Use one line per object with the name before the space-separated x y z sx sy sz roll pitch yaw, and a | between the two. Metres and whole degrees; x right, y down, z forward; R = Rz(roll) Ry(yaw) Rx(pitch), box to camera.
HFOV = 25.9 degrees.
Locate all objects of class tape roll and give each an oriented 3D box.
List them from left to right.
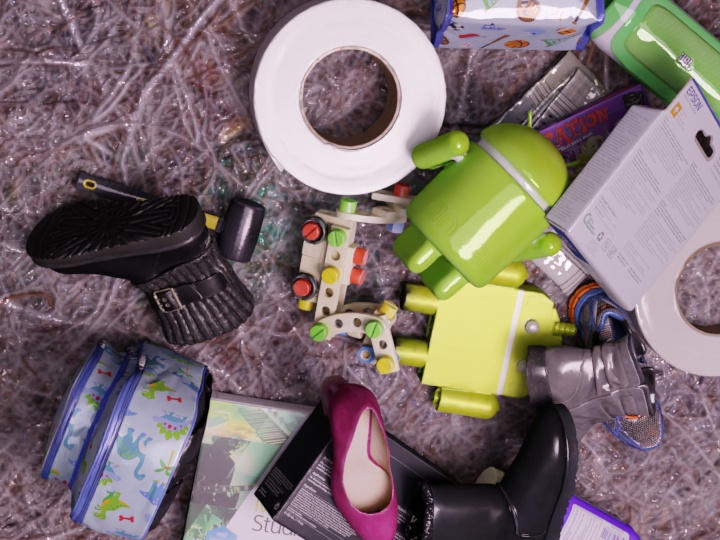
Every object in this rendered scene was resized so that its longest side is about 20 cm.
tape roll | -0.015 -0.181 1.612 0.201 0.071 0.203 -2 103 -8
tape roll | 0.394 0.016 1.732 0.202 0.037 0.204 -2 103 -7

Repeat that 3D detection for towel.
towel | 0.222 -0.104 1.682 0.200 0.035 0.193 43 94 -14

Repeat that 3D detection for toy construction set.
toy construction set | 0.000 0.000 1.643 0.131 0.092 0.201 15 92 14

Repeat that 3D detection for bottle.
bottle | 0.216 0.284 1.743 0.200 0.065 0.084 30 92 -17

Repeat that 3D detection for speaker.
speaker | 0.331 -0.225 1.646 0.200 0.088 0.089 36 95 -14

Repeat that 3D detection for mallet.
mallet | -0.195 -0.074 1.629 0.199 0.041 0.066 24 99 -9

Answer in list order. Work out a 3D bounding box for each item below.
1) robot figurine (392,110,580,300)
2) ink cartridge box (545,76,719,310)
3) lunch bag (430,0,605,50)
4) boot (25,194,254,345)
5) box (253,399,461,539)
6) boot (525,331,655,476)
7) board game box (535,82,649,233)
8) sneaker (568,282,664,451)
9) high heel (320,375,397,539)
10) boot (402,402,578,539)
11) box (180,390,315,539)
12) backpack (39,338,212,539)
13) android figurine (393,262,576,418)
robot figurine | 0.127 -0.064 1.575 0.200 0.116 0.175 -45 111 3
ink cartridge box | 0.295 -0.080 1.604 0.200 0.043 0.196 -51 142 -4
lunch bag | 0.155 -0.333 1.579 0.169 0.124 0.201 2 80 -7
boot | -0.228 0.007 1.619 0.210 0.080 0.158 -3 137 21
box | 0.009 0.245 1.681 0.200 0.079 0.141 37 90 -25
boot | 0.255 0.156 1.679 0.131 0.070 0.200 -5 133 14
board game box | 0.228 -0.104 1.659 0.199 0.032 0.120 -26 101 -5
sneaker | 0.284 0.114 1.715 0.075 0.078 0.201 -26 104 -1
high heel | 0.011 0.204 1.577 0.067 0.096 0.201 -16 108 -18
boot | 0.134 0.233 1.631 0.162 0.073 0.199 -1 116 -17
box | -0.113 0.239 1.707 0.144 0.036 0.201 9 99 -10
backpack | -0.241 0.173 1.589 0.146 0.200 0.184 21 99 -10
android figurine | 0.135 0.072 1.703 0.199 0.041 0.183 11 103 -9
